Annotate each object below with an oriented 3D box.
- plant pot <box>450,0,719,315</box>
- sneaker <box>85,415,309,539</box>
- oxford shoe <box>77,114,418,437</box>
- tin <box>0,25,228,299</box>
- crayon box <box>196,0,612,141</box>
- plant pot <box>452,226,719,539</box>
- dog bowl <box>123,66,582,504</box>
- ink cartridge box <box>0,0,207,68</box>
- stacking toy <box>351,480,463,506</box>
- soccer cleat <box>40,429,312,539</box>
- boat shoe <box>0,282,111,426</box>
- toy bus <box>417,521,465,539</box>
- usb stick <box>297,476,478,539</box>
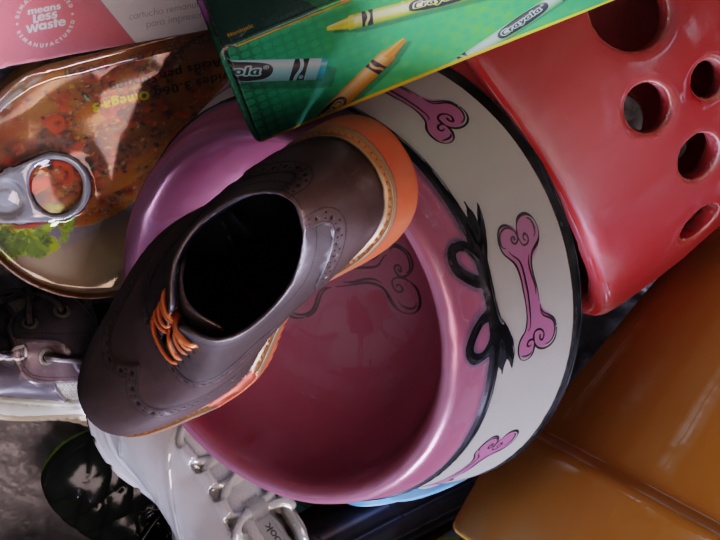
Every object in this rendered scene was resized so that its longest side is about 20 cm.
[{"bbox_3d":[0.115,-0.111,1.243,0.182,0.200,0.201,-37,127,-6],"label":"plant pot"},{"bbox_3d":[-0.059,0.101,1.271,0.074,0.087,0.201,-30,109,-28],"label":"sneaker"},{"bbox_3d":[-0.063,0.009,1.114,0.072,0.071,0.200,-29,167,-50],"label":"oxford shoe"},{"bbox_3d":[-0.076,-0.055,1.257,0.199,0.042,0.112,-13,107,2],"label":"tin"},{"bbox_3d":[0.027,-0.143,1.130,0.199,0.119,0.058,-22,138,-2],"label":"crayon box"},{"bbox_3d":[0.170,0.082,1.277,0.200,0.200,0.184,29,88,-34],"label":"plant pot"},{"bbox_3d":[-0.012,0.008,1.173,0.074,0.200,0.201,-29,137,-51],"label":"dog bowl"},{"bbox_3d":[-0.113,-0.194,1.169,0.116,0.068,0.201,-13,124,-16],"label":"ink cartridge box"},{"bbox_3d":[0.000,0.000,1.332,0.116,0.110,0.200,-27,112,-8],"label":"stacking toy"},{"bbox_3d":[-0.064,0.131,1.381,0.200,0.081,0.068,26,107,-33],"label":"soccer cleat"},{"bbox_3d":[-0.141,0.033,1.299,0.200,0.072,0.065,12,107,-31],"label":"boat shoe"},{"bbox_3d":[0.050,0.155,1.390,0.200,0.078,0.065,-27,101,-54],"label":"toy bus"},{"bbox_3d":[0.034,0.107,1.387,0.200,0.055,0.033,-23,103,-38],"label":"usb stick"}]
